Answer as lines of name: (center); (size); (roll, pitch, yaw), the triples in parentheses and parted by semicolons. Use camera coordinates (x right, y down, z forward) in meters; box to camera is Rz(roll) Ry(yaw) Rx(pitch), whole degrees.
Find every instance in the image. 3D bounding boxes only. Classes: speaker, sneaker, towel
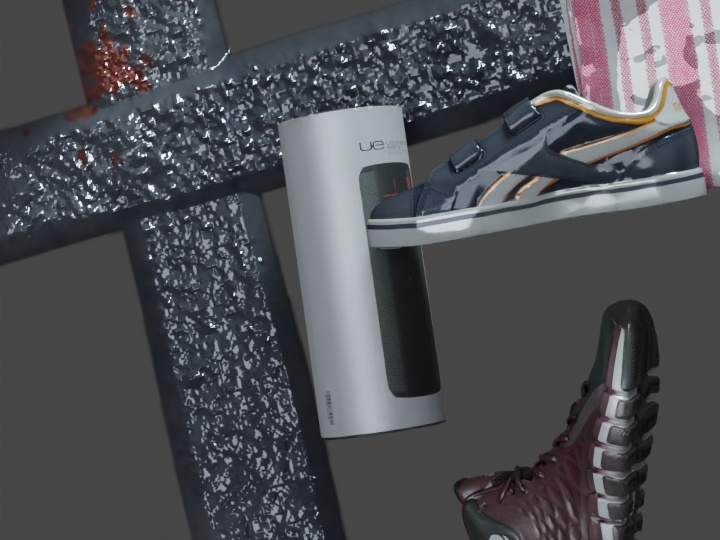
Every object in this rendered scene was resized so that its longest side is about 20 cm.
speaker: (0.000, 0.000, 1.228); (0.081, 0.081, 0.201); (-9, 87, 19)
sneaker: (0.113, 0.113, 1.194); (0.115, 0.076, 0.201); (7, 94, 22)
towel: (0.223, -0.125, 1.174); (0.199, 0.030, 0.147); (-11, 88, 19)
sneaker: (0.097, -0.063, 1.164); (0.199, 0.078, 0.080); (-11, 93, 4)
